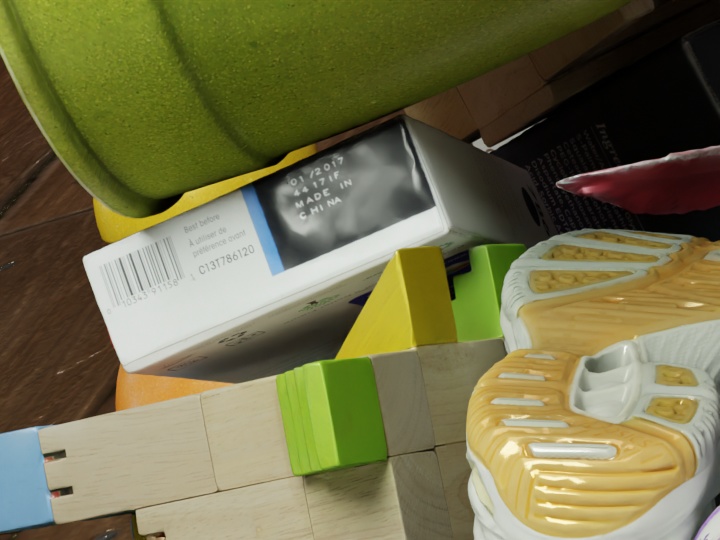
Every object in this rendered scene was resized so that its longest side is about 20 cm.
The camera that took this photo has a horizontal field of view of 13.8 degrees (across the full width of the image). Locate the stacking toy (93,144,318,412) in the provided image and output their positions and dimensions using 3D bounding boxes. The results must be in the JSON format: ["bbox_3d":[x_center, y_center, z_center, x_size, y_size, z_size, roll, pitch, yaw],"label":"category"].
[{"bbox_3d":[-0.050,-0.022,1.108,0.145,0.201,0.146,-17,15,5],"label":"stacking toy"}]

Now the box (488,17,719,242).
[{"bbox_3d":[0.133,-0.028,0.980,0.148,0.107,0.200,-27,-2,-28],"label":"box"}]

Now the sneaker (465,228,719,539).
[{"bbox_3d":[0.066,0.050,0.752,0.075,0.088,0.200,5,20,18],"label":"sneaker"}]

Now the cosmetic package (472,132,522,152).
[{"bbox_3d":[0.147,-0.062,1.191,0.199,0.108,0.085,-9,18,40],"label":"cosmetic package"}]

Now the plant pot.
[{"bbox_3d":[0.011,-0.131,0.762,0.192,0.201,0.200,-12,16,14],"label":"plant pot"}]

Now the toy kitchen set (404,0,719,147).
[{"bbox_3d":[0.081,-0.162,0.960,0.163,0.181,0.200,-27,-2,-18],"label":"toy kitchen set"}]

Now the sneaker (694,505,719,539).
[{"bbox_3d":[0.163,0.063,0.625,0.199,0.073,0.114,-2,21,9],"label":"sneaker"}]

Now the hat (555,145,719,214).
[{"bbox_3d":[0.162,-0.064,0.639,0.165,0.176,0.201,-18,44,28],"label":"hat"}]

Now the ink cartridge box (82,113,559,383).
[{"bbox_3d":[0.000,0.000,0.866,0.099,0.039,0.200,-24,-11,11],"label":"ink cartridge box"}]

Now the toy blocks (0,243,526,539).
[{"bbox_3d":[-0.016,0.056,0.807,0.136,0.100,0.200,-13,-5,28],"label":"toy blocks"}]
